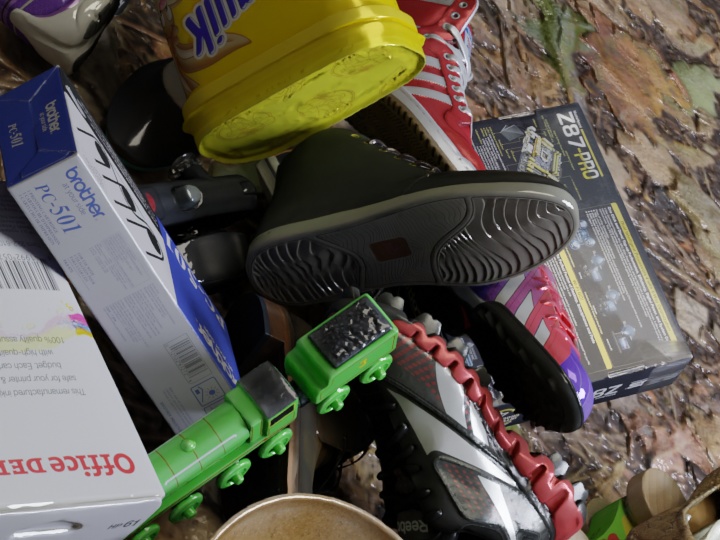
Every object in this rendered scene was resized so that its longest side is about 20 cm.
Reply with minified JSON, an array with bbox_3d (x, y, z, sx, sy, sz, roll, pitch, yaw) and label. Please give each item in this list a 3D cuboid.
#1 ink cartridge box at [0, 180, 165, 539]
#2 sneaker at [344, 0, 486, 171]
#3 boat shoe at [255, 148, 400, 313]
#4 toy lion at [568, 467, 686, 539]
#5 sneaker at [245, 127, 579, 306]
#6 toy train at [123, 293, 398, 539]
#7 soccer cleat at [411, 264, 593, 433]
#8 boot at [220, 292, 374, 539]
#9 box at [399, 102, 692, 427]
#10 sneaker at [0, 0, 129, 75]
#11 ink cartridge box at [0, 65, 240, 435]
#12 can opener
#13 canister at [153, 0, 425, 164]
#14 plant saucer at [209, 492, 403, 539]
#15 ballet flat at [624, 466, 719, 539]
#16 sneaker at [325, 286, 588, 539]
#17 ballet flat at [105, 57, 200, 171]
[{"bbox_3d":[-0.205,0.056,1.180,0.144,0.085,0.200,1,52,-48],"label":"ink cartridge box"},{"bbox_3d":[0.053,-0.112,1.512,0.112,0.071,0.200,-22,52,-24],"label":"sneaker"},{"bbox_3d":[0.000,0.000,1.481,0.075,0.062,0.200,81,-18,-63],"label":"boat shoe"},{"bbox_3d":[0.182,0.232,1.472,0.200,0.069,0.192,-18,76,-55],"label":"toy lion"},{"bbox_3d":[0.031,-0.048,1.399,0.106,0.200,0.075,-82,159,-46],"label":"sneaker"},{"bbox_3d":[-0.061,0.081,1.256,0.200,0.056,0.042,-35,72,-19],"label":"toy train"},{"bbox_3d":[0.097,0.028,1.401,0.073,0.068,0.200,-22,31,-15],"label":"soccer cleat"},{"bbox_3d":[-0.024,0.101,1.351,0.097,0.075,0.200,24,37,-27],"label":"boot"},{"bbox_3d":[0.103,-0.004,1.533,0.161,0.049,0.200,-14,66,-20],"label":"box"},{"bbox_3d":[-0.177,-0.204,1.505,0.083,0.081,0.200,32,32,-4],"label":"sneaker"},{"bbox_3d":[-0.127,-0.005,1.277,0.200,0.044,0.094,60,6,-36],"label":"ink cartridge box"},{"bbox_3d":[-0.133,-0.027,1.373,0.200,0.063,0.079,-3,58,-51],"label":"can opener"},{"bbox_3d":[-0.062,-0.186,1.431,0.087,0.148,0.200,15,51,-62],"label":"canister"},{"bbox_3d":[-0.025,0.217,1.223,0.200,0.035,0.201,19,59,-35],"label":"plant saucer"},{"bbox_3d":[0.231,0.163,1.475,0.200,0.065,0.071,-25,92,-55],"label":"ballet flat"},{"bbox_3d":[0.040,0.102,1.344,0.200,0.071,0.098,49,66,-15],"label":"sneaker"},{"bbox_3d":[-0.094,-0.124,1.518,0.073,0.073,0.200,49,33,3],"label":"ballet flat"}]
